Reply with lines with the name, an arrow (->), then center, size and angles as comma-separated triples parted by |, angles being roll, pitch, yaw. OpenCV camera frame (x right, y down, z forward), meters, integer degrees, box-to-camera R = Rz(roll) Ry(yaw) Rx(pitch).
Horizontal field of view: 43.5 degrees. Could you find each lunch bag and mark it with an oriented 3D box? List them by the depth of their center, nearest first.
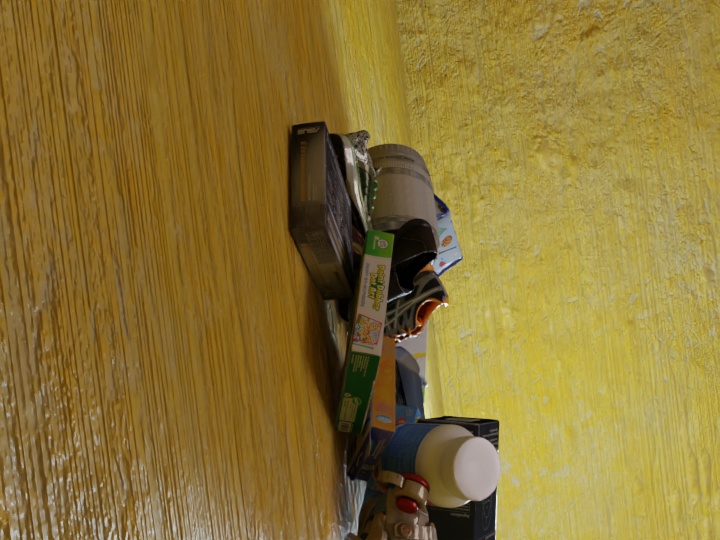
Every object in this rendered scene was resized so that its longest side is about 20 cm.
lunch bag -> 0.090, -0.097, 1.760 | 0.201, 0.123, 0.171 | 50, -11, 35

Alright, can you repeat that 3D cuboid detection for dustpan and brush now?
dustpan and brush -> 0.070, 0.178, 1.665 | 0.199, 0.057, 0.142 | 35, -34, 40

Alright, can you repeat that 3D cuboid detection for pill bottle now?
pill bottle -> 0.106, 0.274, 1.278 | 0.199, 0.110, 0.115 | -15, -100, 60

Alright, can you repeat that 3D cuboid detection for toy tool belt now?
toy tool belt -> 0.042, 0.370, 1.225 | 0.202, 0.122, 0.124 | 107, 5, -54

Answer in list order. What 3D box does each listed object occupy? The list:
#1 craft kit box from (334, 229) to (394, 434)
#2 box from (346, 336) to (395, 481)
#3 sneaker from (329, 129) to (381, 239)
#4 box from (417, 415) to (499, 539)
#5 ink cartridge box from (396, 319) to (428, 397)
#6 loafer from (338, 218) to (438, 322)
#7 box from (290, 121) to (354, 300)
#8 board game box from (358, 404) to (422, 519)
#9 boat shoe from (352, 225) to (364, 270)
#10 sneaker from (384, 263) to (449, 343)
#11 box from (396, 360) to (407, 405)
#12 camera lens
craft kit box -> 0.005, 0.086, 1.236 | 0.202, 0.047, 0.201 | 101, -6, -52
box -> 0.016, 0.208, 1.320 | 0.202, 0.041, 0.120 | -90, -162, -48
sneaker -> 0.006, -0.130, 1.426 | 0.076, 0.088, 0.204 | 22, -49, 51
box -> 0.158, 0.344, 1.469 | 0.148, 0.105, 0.205 | 18, 73, -67
ink cartridge box -> 0.091, 0.149, 1.774 | 0.117, 0.066, 0.206 | -149, -119, -83
loafer -> 0.042, 0.012, 1.364 | 0.072, 0.201, 0.072 | 23, 25, -44
box -> -0.050, -0.076, 1.225 | 0.201, 0.047, 0.162 | 69, 18, -61
board game box -> 0.071, 0.357, 1.465 | 0.197, 0.055, 0.203 | 66, 33, -48
boat shoe -> 0.000, 0.000, 1.452 | 0.201, 0.070, 0.073 | 63, 22, -51
sneaker -> 0.060, 0.081, 1.445 | 0.077, 0.201, 0.078 | 48, 15, 29
box -> 0.051, 0.284, 1.575 | 0.162, 0.042, 0.203 | -74, 156, -52
camera lens -> 0.054, -0.096, 1.567 | 0.161, 0.156, 0.204 | 71, 12, -54
